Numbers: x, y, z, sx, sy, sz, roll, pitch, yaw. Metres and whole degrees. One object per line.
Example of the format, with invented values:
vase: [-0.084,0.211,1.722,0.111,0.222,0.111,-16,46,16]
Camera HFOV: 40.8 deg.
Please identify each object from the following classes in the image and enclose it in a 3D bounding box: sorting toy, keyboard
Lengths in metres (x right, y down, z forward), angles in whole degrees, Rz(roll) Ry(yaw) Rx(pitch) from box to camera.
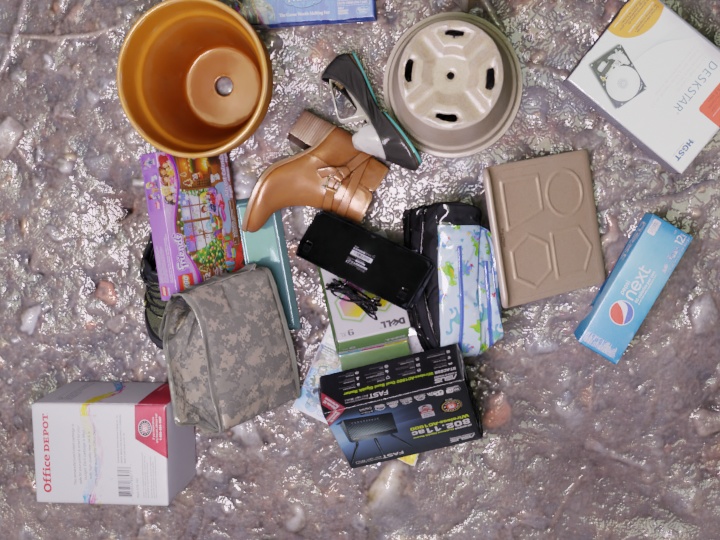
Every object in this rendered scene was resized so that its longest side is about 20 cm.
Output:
sorting toy: [0.248,-0.059,1.311,0.198,0.036,0.188,-13,96,-31]
keyboard: [0.000,0.000,1.293,0.198,0.040,0.105,26,77,30]

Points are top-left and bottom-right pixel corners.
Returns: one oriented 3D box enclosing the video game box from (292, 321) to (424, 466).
video game box: [0.027,0.156,1.400,0.198,0.047,0.184,25,96,3]

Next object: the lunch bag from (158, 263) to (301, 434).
lunch bag: [-0.184,0.102,1.341,0.116,0.163,0.203,3,105,42]

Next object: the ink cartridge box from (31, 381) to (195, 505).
ink cartridge box: [-0.353,0.246,1.401,0.197,0.145,0.148,1,97,6]

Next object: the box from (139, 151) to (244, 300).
box: [-0.232,-0.069,1.360,0.039,0.136,0.203,-3,97,40]

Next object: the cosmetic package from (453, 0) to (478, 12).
cosmetic package: [0.127,-0.410,1.250,0.105,0.200,0.071,45,98,-1]

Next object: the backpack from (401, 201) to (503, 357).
backpack: [0.124,0.020,1.316,0.151,0.163,0.203,9,83,-16]

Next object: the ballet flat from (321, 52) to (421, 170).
ballet flat: [0.008,-0.208,1.340,0.068,0.068,0.201,-30,73,-3]

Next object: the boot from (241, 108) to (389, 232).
boot: [-0.065,-0.107,1.362,0.154,0.074,0.201,33,92,-4]

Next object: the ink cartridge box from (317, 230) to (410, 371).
ink cartridge box: [0.007,0.054,1.335,0.102,0.059,0.203,-11,70,-7]

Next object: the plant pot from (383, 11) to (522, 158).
plant pot: [0.121,-0.251,1.276,0.197,0.183,0.204,1,96,6]

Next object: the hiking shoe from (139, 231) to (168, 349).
hiking shoe: [-0.289,0.016,1.390,0.075,0.101,0.203,4,95,13]

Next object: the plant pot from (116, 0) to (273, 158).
plant pot: [-0.206,-0.255,1.312,0.197,0.183,0.204,1,97,5]

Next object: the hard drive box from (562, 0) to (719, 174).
hard drive box: [0.398,-0.254,1.300,0.199,0.077,0.157,38,99,1]

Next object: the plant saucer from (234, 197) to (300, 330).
plant saucer: [-0.139,-0.007,1.415,0.069,0.019,0.203,-9,96,7]

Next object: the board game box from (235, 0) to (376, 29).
board game box: [-0.080,-0.446,1.348,0.197,0.043,0.202,-2,95,7]

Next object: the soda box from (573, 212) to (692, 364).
soda box: [0.374,0.023,1.336,0.064,0.068,0.202,30,99,3]

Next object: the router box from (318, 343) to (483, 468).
router box: [0.056,0.186,1.305,0.197,0.063,0.151,-14,138,8]
